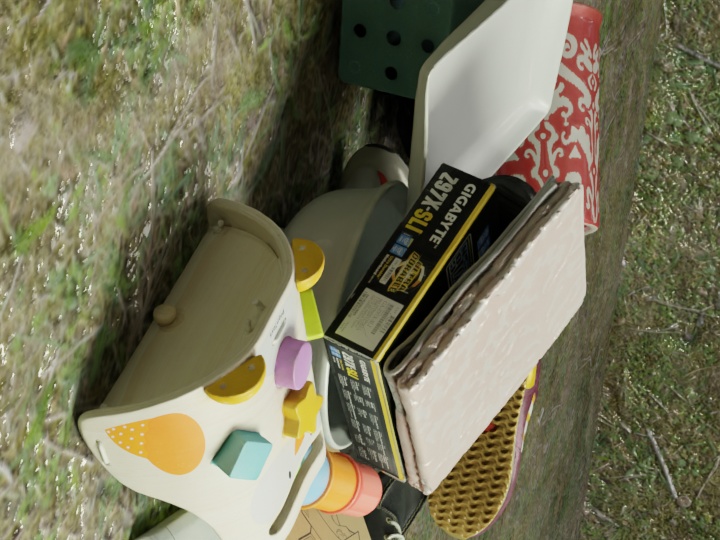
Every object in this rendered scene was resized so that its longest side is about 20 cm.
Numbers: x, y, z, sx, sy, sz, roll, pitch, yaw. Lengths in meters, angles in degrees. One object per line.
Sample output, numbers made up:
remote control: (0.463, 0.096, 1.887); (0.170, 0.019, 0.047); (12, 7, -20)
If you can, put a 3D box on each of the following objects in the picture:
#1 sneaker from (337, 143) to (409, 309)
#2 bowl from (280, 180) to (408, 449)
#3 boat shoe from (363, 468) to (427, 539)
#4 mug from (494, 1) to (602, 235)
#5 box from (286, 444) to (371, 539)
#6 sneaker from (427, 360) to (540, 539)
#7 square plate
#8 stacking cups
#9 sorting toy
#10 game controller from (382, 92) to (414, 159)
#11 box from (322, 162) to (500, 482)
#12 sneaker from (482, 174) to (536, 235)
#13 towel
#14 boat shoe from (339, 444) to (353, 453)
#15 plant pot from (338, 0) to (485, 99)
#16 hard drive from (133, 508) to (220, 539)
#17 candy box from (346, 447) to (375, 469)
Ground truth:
sneaker: (0.000, 0.000, 1.362); (0.093, 0.070, 0.201); (-51, 153, -68)
bowl: (-0.031, 0.024, 1.239); (0.201, 0.090, 0.202); (13, 90, -75)
boat shoe: (0.011, 0.237, 1.413); (0.200, 0.067, 0.072); (-51, 129, -32)
mug: (0.171, -0.131, 1.556); (0.177, 0.133, 0.201); (16, 69, -64)
box: (-0.031, 0.210, 1.289); (0.201, 0.021, 0.163); (69, 20, 4)
sneaker: (0.118, 0.137, 1.457); (0.090, 0.075, 0.201); (-22, 130, -66)
square plate: (0.091, -0.134, 1.229); (0.198, 0.028, 0.200); (-46, 156, -31)
stacking cups: (-0.051, 0.139, 1.204); (0.200, 0.060, 0.061); (23, 80, -56)
sorting toy: (-0.068, 0.087, 1.071); (0.200, 0.106, 0.181); (-63, 147, -41)
game controller: (0.068, -0.147, 1.502); (0.105, 0.042, 0.200); (67, 19, 0)
box: (0.045, 0.041, 1.207); (0.160, 0.049, 0.200); (-57, 158, -24)
sneaker: (0.112, -0.037, 1.282); (0.089, 0.074, 0.200); (-51, 170, -21)
towel: (0.092, 0.048, 1.193); (0.200, 0.032, 0.191); (-48, 155, -17)
boat shoe: (0.022, 0.108, 1.400); (0.201, 0.063, 0.074); (-47, 176, 19)
plant pot: (0.066, -0.214, 1.318); (0.200, 0.141, 0.142); (-44, 144, -55)
hard drive: (-0.090, 0.224, 1.192); (0.133, 0.027, 0.200); (68, 18, 0)
candy box: (0.028, 0.112, 1.555); (0.200, 0.071, 0.169); (-4, 106, -73)
